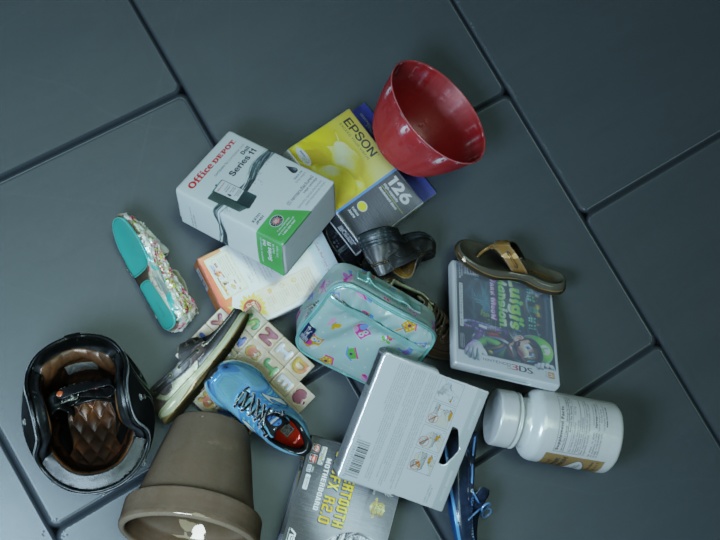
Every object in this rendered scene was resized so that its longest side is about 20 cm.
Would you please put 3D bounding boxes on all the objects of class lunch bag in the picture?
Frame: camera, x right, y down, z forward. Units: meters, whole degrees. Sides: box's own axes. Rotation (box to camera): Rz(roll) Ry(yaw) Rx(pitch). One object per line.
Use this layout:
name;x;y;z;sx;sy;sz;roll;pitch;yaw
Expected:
lunch bag;0.007;0.085;1.668;0.200;0.161;0.077;28;34;-17

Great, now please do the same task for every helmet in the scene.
helmet;-0.378;0.207;1.541;0.199;0.191;0.200;-2;41;2

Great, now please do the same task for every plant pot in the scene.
plant pot;-0.229;0.303;1.575;0.200;0.200;0.175;15;56;-10

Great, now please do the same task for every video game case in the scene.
video game case;0.227;0.086;1.759;0.181;0.023;0.201;14;51;-15

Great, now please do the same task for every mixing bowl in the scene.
mixing bowl;0.093;-0.226;1.774;0.200;0.108;0.201;28;42;-28

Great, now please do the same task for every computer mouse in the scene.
computer mouse;0.000;0.000;1.767;0.059;0.034;0.200;-36;94;-29

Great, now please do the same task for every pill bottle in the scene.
pill bottle;0.301;0.248;1.738;0.199;0.114;0.115;12;75;-11

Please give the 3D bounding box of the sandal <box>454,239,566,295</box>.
sandal;0.249;-0.015;1.794;0.199;0.055;0.082;20;32;-6

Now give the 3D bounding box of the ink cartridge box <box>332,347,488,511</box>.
ink cartridge box;0.074;0.237;1.643;0.173;0.044;0.201;21;92;-13

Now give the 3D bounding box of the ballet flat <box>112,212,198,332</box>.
ballet flat;-0.310;0.001;1.676;0.064;0.076;0.201;-25;89;-48

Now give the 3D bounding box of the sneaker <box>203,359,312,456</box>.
sneaker;-0.139;0.202;1.606;0.200;0.090;0.078;40;83;-24

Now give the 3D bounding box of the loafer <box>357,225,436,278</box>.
loafer;0.062;-0.021;1.718;0.200;0.073;0.073;3;71;-57

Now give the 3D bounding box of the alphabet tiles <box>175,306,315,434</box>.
alphabet tiles;-0.172;0.159;1.661;0.200;0.006;0.166;44;89;-11

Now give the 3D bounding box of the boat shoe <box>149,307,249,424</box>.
boat shoe;-0.241;0.129;1.607;0.065;0.073;0.200;38;85;6

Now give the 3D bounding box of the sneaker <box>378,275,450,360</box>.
sneaker;0.096;0.078;1.733;0.200;0.075;0.071;33;68;-16

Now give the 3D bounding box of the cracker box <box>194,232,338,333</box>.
cracker box;-0.139;0.005;1.713;0.199;0.058;0.134;-25;86;-16

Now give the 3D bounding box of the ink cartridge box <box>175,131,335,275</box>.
ink cartridge box;-0.158;-0.105;1.672;0.200;0.083;0.147;26;59;18

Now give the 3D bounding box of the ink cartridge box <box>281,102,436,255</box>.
ink cartridge box;0.006;-0.157;1.772;0.200;0.047;0.198;-39;89;-28

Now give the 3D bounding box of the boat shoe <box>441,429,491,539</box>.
boat shoe;0.169;0.343;1.699;0.068;0.084;0.201;-6;81;-3

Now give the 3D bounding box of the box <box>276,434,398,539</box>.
box;-0.032;0.368;1.664;0.158;0.048;0.201;20;74;-9
